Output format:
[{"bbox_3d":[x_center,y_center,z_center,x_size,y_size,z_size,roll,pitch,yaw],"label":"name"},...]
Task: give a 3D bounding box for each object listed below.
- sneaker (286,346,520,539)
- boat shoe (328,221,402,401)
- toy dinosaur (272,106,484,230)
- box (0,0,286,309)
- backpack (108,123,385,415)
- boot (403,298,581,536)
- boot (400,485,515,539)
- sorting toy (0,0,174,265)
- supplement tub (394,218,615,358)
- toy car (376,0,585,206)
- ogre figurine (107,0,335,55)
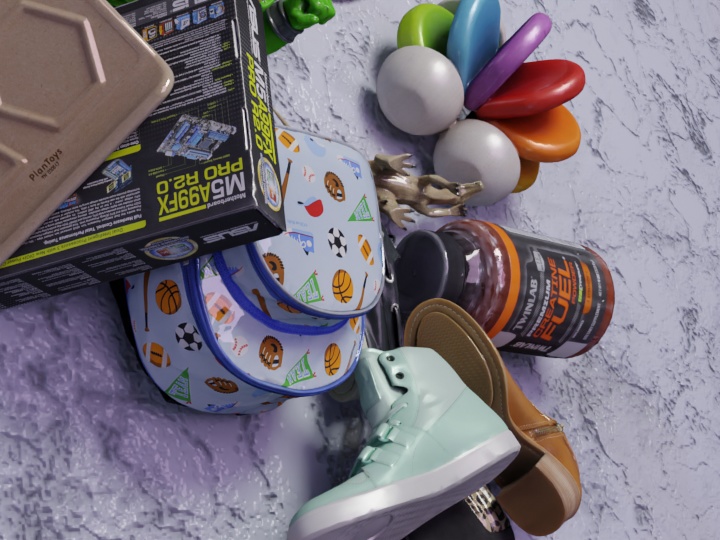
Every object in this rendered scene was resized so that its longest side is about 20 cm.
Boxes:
[{"bbox_3d":[0.006,0.117,0.732,0.200,0.074,0.118,-17,58,-43],"label":"sneaker"},{"bbox_3d":[0.001,0.000,0.841,0.066,0.074,0.201,3,70,-36],"label":"boat shoe"},{"bbox_3d":[0.019,-0.073,0.897,0.199,0.101,0.059,17,97,-22],"label":"toy dinosaur"},{"bbox_3d":[-0.150,-0.077,0.659,0.044,0.198,0.162,42,36,-63],"label":"box"},{"bbox_3d":[-0.071,-0.002,0.733,0.199,0.153,0.192,4,76,-44],"label":"backpack"},{"bbox_3d":[0.114,0.108,0.868,0.200,0.077,0.155,52,15,8],"label":"boot"},{"bbox_3d":[0.056,0.239,0.775,0.150,0.073,0.201,-12,69,-45],"label":"boot"},{"bbox_3d":[-0.236,-0.115,0.627,0.200,0.185,0.036,45,1,-3],"label":"sorting toy"},{"bbox_3d":[0.118,0.016,0.923,0.199,0.107,0.108,9,63,-39],"label":"supplement tub"},{"bbox_3d":[0.124,-0.172,0.992,0.200,0.150,0.175,50,45,-11],"label":"toy car"},{"bbox_3d":[-0.125,-0.174,0.784,0.098,0.120,0.200,55,42,0],"label":"ogre figurine"}]
